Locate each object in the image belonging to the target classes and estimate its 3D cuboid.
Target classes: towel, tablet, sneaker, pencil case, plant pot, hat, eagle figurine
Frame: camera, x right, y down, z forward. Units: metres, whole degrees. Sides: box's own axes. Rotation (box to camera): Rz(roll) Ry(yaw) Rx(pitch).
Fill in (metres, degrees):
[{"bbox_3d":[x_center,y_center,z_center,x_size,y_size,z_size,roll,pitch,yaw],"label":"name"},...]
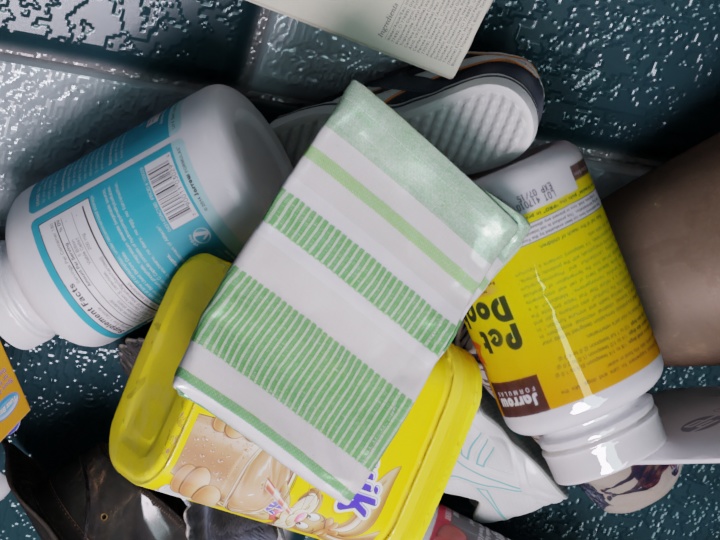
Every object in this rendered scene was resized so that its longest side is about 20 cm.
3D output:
[{"bbox_3d":[-0.004,0.017,1.093,0.152,0.023,0.201,37,84,-29],"label":"towel"},{"bbox_3d":[0.236,0.098,1.245,0.130,0.199,0.014,-25,100,-39],"label":"tablet"},{"bbox_3d":[0.069,0.116,1.360,0.080,0.071,0.200,-30,123,17],"label":"sneaker"},{"bbox_3d":[0.155,0.090,1.358,0.089,0.078,0.200,-41,122,3],"label":"pencil case"},{"bbox_3d":[0.025,-0.088,1.220,0.199,0.080,0.079,-10,114,22],"label":"sneaker"},{"bbox_3d":[0.249,-0.012,1.268,0.173,0.201,0.201,-16,126,16],"label":"plant pot"},{"bbox_3d":[-0.155,0.175,1.273,0.081,0.201,0.201,-35,124,-4],"label":"hat"},{"bbox_3d":[-0.075,0.127,1.288,0.199,0.151,0.152,6,90,-39],"label":"eagle figurine"}]

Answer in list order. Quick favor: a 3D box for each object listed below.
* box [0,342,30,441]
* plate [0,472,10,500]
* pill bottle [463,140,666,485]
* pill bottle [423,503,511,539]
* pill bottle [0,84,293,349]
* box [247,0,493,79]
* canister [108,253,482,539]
[{"bbox_3d":[-0.284,0.031,1.194,0.118,0.041,0.201,10,130,34],"label":"box"},{"bbox_3d":[-0.366,0.155,1.266,0.199,0.032,0.200,34,124,-28],"label":"plate"},{"bbox_3d":[0.121,0.028,1.202,0.109,0.109,0.201,-23,95,1],"label":"pill bottle"},{"bbox_3d":[0.105,0.256,1.393,0.199,0.111,0.111,27,114,-3],"label":"pill bottle"},{"bbox_3d":[-0.142,-0.024,1.184,0.199,0.111,0.111,-27,125,17],"label":"pill bottle"},{"bbox_3d":[-0.020,-0.190,1.142,0.199,0.068,0.083,20,110,-24],"label":"box"},{"bbox_3d":[-0.039,0.086,1.161,0.199,0.086,0.149,22,92,-37],"label":"canister"}]
